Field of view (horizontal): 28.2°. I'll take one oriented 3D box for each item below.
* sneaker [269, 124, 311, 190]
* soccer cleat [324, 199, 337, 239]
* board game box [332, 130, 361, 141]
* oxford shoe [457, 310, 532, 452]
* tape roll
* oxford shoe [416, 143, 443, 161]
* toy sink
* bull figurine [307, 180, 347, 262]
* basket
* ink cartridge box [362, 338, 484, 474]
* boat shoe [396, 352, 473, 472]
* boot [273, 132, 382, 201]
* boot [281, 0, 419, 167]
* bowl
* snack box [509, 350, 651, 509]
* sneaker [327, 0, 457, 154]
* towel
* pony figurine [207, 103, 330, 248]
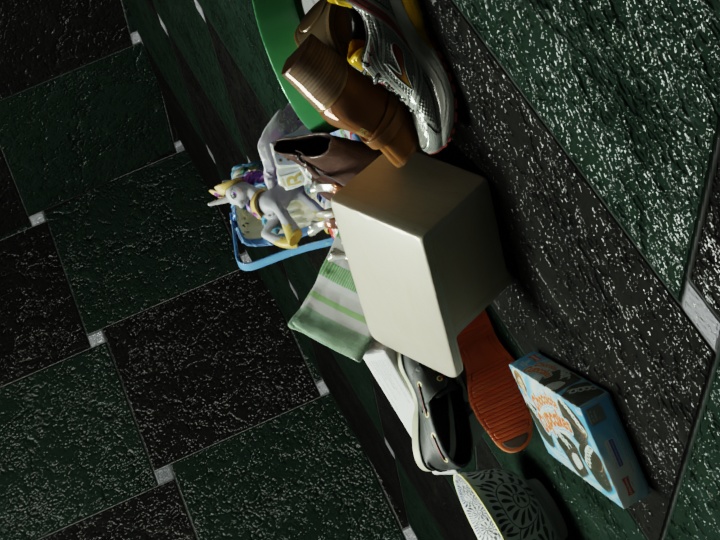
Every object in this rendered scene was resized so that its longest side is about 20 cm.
[{"bbox_3d":[-0.052,-0.128,1.946,0.200,0.115,0.074,52,165,45],"label":"sneaker"},{"bbox_3d":[0.017,-0.026,2.038,0.201,0.068,0.085,61,163,-10],"label":"soccer cleat"},{"bbox_3d":[-0.021,-0.190,1.831,0.200,0.036,0.151,57,170,25],"label":"board game box"},{"bbox_3d":[0.152,0.124,1.695,0.073,0.071,0.201,76,175,-71],"label":"oxford shoe"},{"bbox_3d":[-0.057,-0.250,1.576,0.200,0.048,0.202,-20,-90,-76],"label":"tape roll"},{"bbox_3d":[0.062,-0.103,1.549,0.075,0.058,0.201,40,159,58],"label":"oxford shoe"},{"bbox_3d":[0.071,-0.011,1.487,0.130,0.112,0.201,24,144,39],"label":"toy sink"},{"bbox_3d":[0.016,-0.032,1.606,0.121,0.065,0.200,8,149,24],"label":"bull figurine"},{"bbox_3d":[-0.132,-0.094,2.317,0.139,0.175,0.201,79,173,-51],"label":"basket"},{"bbox_3d":[0.098,0.120,1.768,0.045,0.176,0.201,-9,123,40],"label":"ink cartridge box"},{"bbox_3d":[0.090,0.135,1.676,0.063,0.073,0.203,-11,87,46],"label":"boat shoe"},{"bbox_3d":[-0.035,-0.126,1.636,0.166,0.073,0.199,18,171,-39],"label":"boot"},{"bbox_3d":[0.006,-0.202,1.447,0.154,0.074,0.201,38,-136,-18],"label":"boot"},{"bbox_3d":[0.211,0.333,1.881,0.201,0.094,0.201,59,171,16],"label":"bowl"},{"bbox_3d":[0.222,0.159,1.472,0.117,0.037,0.200,65,171,-14],"label":"snack box"},{"bbox_3d":[0.029,-0.200,1.362,0.201,0.082,0.078,64,170,-19],"label":"sneaker"},{"bbox_3d":[0.000,0.000,1.734,0.023,0.201,0.152,33,173,-38],"label":"towel"},{"bbox_3d":[-0.111,-0.128,2.156,0.200,0.193,0.167,32,158,34],"label":"pony figurine"}]
